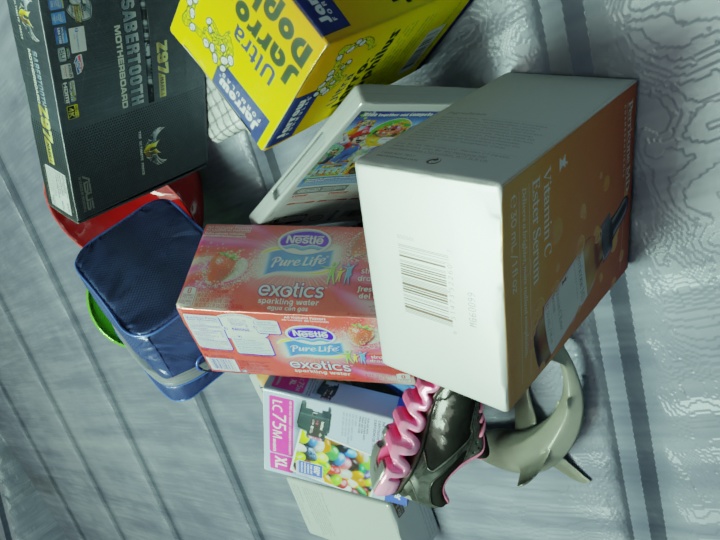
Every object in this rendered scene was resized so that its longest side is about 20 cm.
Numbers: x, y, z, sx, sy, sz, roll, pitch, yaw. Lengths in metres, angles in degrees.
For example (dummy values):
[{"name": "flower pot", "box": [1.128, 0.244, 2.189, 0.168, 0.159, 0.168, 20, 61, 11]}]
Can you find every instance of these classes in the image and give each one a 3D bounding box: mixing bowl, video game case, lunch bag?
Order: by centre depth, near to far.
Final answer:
[{"name": "video game case", "box": [0.005, -0.091, 0.597, 0.199, 0.141, 0.018, -38, 67, 50]}, {"name": "lunch bag", "box": [-0.198, 0.038, 0.760, 0.199, 0.135, 0.134, 39, 156, 36]}, {"name": "mixing bowl", "box": [-0.269, -0.098, 0.862, 0.195, 0.110, 0.203, 10, 139, 9]}]

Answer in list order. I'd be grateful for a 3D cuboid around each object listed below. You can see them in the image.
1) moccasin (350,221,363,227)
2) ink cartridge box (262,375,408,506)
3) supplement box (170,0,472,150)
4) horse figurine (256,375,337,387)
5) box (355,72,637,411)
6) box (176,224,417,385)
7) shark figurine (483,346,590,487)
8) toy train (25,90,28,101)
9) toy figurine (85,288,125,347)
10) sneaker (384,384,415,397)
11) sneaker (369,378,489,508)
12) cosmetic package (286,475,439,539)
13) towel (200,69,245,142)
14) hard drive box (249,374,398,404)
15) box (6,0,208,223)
[{"name": "moccasin", "box": [-0.001, 0.001, 0.718, 0.199, 0.074, 0.078, -15, 121, 44]}, {"name": "ink cartridge box", "box": [-0.006, 0.179, 0.737, 0.195, 0.042, 0.122, 10, 123, 9]}, {"name": "supplement box", "box": [-0.016, -0.191, 0.499, 0.109, 0.199, 0.109, 50, 140, 2]}, {"name": "horse figurine", "box": [-0.097, 0.080, 0.799, 0.201, 0.049, 0.134, 53, 136, 34]}, {"name": "box", "box": [0.104, -0.034, 0.489, 0.105, 0.199, 0.156, 15, 127, 38]}, {"name": "box", "box": [-0.045, 0.028, 0.615, 0.194, 0.096, 0.104, 1, 142, 13]}, {"name": "shark figurine", "box": [0.165, 0.152, 0.648, 0.127, 0.089, 0.217, 35, 138, 20]}, {"name": "toy train", "box": [-0.379, -0.189, 0.960, 0.111, 0.085, 0.205, 11, 123, 25]}, {"name": "toy figurine", "box": [-0.319, 0.069, 1.067, 0.198, 0.152, 0.184, 33, 156, -13]}, {"name": "sneaker", "box": [0.022, 0.075, 0.715, 0.196, 0.067, 0.079, 25, 135, -6]}, {"name": "sneaker", "box": [0.086, 0.130, 0.649, 0.094, 0.079, 0.203, 26, 100, -6]}, {"name": "cosmetic package", "box": [0.000, 0.308, 0.931, 0.197, 0.074, 0.104, -2, 116, 43]}, {"name": "towel", "box": [-0.108, -0.242, 0.650, 0.164, 0.085, 0.204, -15, 104, 47]}, {"name": "hard drive box", "box": [-0.028, 0.169, 0.856, 0.197, 0.076, 0.159, -11, 109, 47]}, {"name": "box", "box": [-0.207, -0.163, 0.610, 0.050, 0.157, 0.204, 26, 129, 26]}]
